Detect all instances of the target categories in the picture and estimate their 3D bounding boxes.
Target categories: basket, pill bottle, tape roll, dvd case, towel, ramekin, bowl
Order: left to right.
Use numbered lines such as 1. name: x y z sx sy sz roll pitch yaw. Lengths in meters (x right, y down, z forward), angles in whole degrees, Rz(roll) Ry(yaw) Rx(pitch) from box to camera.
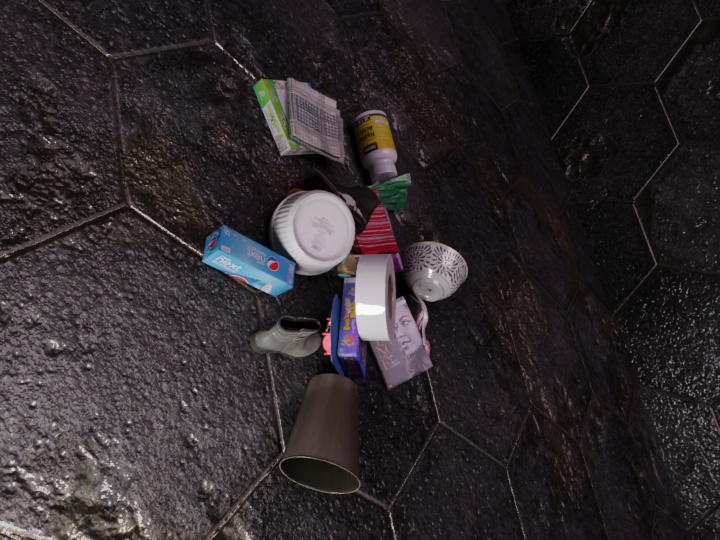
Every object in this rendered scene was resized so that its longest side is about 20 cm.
1. ramekin: -0.105 -0.092 1.407 0.197 0.105 0.204 3 84 -28
2. towel: -0.115 -0.403 1.629 0.199 0.034 0.195 21 55 -43
3. basket: -0.069 0.331 1.253 0.179 0.135 0.202 34 42 -26
4. towel: 0.021 -0.132 1.596 0.143 0.022 0.203 -3 66 -38
5. pill bottle: 0.048 -0.367 1.808 0.110 0.111 0.203 5 65 -49
6. tape roll: 0.038 0.063 1.412 0.202 0.070 0.206 -2 90 -80
7. dvd case: 0.091 0.186 1.569 0.147 0.016 0.202 -22 86 -27
8. bowl: 0.197 0.023 1.693 0.201 0.199 0.095 43 45 -25

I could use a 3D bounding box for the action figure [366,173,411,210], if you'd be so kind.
1. action figure: 0.057 -0.221 1.764 0.198 0.054 0.120 -15 120 -39

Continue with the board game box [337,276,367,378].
1. board game box: -0.014 0.136 1.440 0.135 0.044 0.203 75 16 -55

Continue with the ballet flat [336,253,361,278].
1. ballet flat: 0.000 0.000 1.531 0.200 0.067 0.074 30 70 -60

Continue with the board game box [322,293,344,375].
1. board game box: -0.066 0.153 1.388 0.201 0.038 0.160 70 21 -61

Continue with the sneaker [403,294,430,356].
1. sneaker: 0.134 0.153 1.644 0.085 0.080 0.203 13 53 -33

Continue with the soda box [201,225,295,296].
1. soda box: -0.236 -0.017 1.299 0.199 0.067 0.065 30 49 -37

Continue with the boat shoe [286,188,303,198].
1. boat shoe: -0.120 -0.116 1.506 0.202 0.070 0.070 58 0 -13

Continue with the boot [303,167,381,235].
1. boot: -0.042 -0.201 1.537 0.200 0.077 0.139 49 47 -13

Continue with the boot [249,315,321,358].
1. boot: -0.127 0.139 1.289 0.198 0.130 0.069 7 64 -48

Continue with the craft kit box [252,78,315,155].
1. craft kit box: -0.173 -0.411 1.625 0.197 0.048 0.203 -16 82 -55

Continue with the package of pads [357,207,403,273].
1. package of pads: 0.038 -0.083 1.661 0.119 0.075 0.203 2 67 -45

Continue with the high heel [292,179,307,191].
1. high heel: -0.106 -0.139 1.553 0.095 0.067 0.203 -18 85 -29
